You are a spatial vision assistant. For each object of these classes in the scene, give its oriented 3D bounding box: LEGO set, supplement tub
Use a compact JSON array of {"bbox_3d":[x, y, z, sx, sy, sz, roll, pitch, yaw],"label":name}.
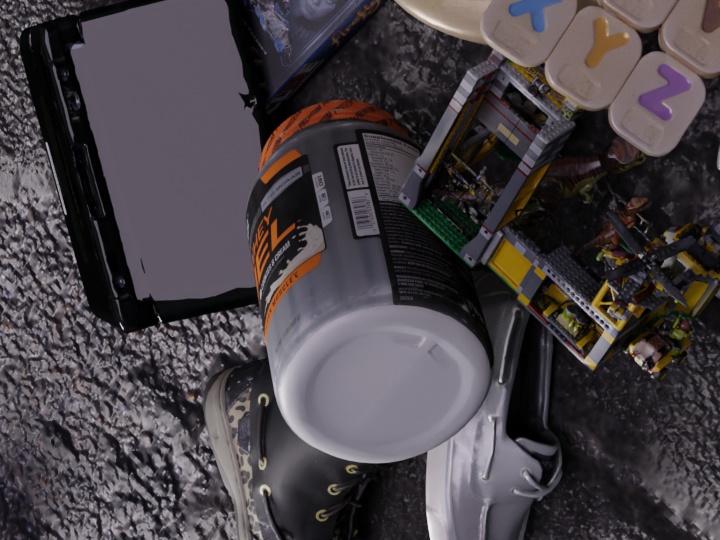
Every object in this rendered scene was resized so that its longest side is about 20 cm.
[{"bbox_3d":[0.126,-0.051,1.118,0.200,0.153,0.116,50,136,21],"label":"LEGO set"},{"bbox_3d":[0.000,0.000,1.185,0.123,0.122,0.201,-54,29,29],"label":"supplement tub"}]

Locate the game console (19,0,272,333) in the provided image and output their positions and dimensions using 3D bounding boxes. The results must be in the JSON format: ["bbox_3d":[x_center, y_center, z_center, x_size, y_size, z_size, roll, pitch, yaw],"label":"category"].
[{"bbox_3d":[-0.131,-0.073,1.342,0.176,0.115,0.202,-169,64,-73],"label":"game console"}]

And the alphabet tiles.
[{"bbox_3d":[0.158,-0.168,1.068,0.199,0.015,0.196,35,80,1],"label":"alphabet tiles"}]

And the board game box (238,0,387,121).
[{"bbox_3d":[-0.078,-0.211,1.293,0.135,0.035,0.201,-43,76,32],"label":"board game box"}]

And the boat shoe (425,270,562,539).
[{"bbox_3d":[0.086,0.102,1.234,0.068,0.072,0.202,6,93,35],"label":"boat shoe"}]

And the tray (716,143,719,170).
[{"bbox_3d":[0.287,-0.078,1.084,0.199,0.022,0.108,19,111,29],"label":"tray"}]

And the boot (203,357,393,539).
[{"bbox_3d":[-0.007,0.135,1.290,0.153,0.073,0.205,-27,81,39],"label":"boot"}]

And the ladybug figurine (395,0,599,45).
[{"bbox_3d":[0.104,-0.184,1.140,0.198,0.072,0.137,2,81,23],"label":"ladybug figurine"}]
